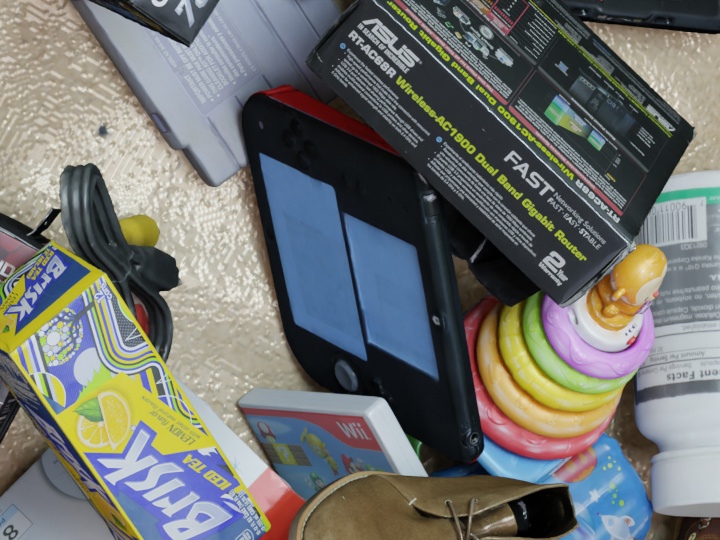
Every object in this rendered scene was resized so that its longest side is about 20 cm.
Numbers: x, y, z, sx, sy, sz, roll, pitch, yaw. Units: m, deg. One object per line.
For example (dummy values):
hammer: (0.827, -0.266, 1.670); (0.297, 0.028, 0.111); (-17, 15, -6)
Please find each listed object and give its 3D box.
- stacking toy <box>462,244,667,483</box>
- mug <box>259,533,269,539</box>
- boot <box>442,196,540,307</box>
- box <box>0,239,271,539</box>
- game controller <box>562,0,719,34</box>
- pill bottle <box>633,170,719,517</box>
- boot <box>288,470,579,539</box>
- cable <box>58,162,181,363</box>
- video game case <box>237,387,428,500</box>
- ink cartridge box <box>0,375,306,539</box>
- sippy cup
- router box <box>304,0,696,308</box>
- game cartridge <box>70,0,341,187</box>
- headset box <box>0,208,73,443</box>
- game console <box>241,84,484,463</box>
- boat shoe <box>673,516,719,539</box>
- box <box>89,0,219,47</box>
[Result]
stacking toy: (0.127, 0.034, 1.683); (0.116, 0.200, 0.110); (-38, 85, -33)
mug: (-0.063, 0.195, 1.730); (0.185, 0.152, 0.115); (41, 84, -21)
boot: (0.051, -0.093, 1.690); (0.165, 0.200, 0.066); (33, 128, -22)
box: (-0.130, 0.084, 1.577); (0.070, 0.064, 0.200); (-41, 126, -15)
game controller: (0.150, -0.199, 1.766); (0.199, 0.042, 0.105); (3, 80, -26)
pill bottle: (0.222, 0.047, 1.791); (0.113, 0.113, 0.201); (3, 79, -19)
boot: (0.043, 0.141, 1.628); (0.200, 0.075, 0.074); (-6, 83, -47)
cable: (-0.145, 0.001, 1.647); (0.050, 0.200, 0.098); (3, 79, 16)
video game case: (0.014, 0.159, 1.757); (0.017, 0.143, 0.201); (-38, 111, -28)
ink cartridge box: (-0.121, 0.155, 1.675); (0.160, 0.200, 0.047); (-45, 132, -9)
sippy cup: (0.104, 0.158, 1.800); (0.130, 0.140, 0.178); (-34, 138, -21)
router box: (0.081, -0.094, 1.608); (0.200, 0.150, 0.062); (43, 123, -4)
game cartridge: (-0.096, -0.163, 1.714); (0.129, 0.038, 0.200); (-35, 110, -5)
headset box: (-0.222, 0.051, 1.642); (0.077, 0.149, 0.201); (29, 90, -2)
game console: (0.000, 0.000, 1.687); (0.031, 0.177, 0.201); (-26, 123, -24)
boat shoe: (0.228, 0.194, 1.834); (0.070, 0.070, 0.200); (33, 59, -10)
box: (-0.083, -0.227, 1.582); (0.050, 0.200, 0.199); (33, 89, -24)
